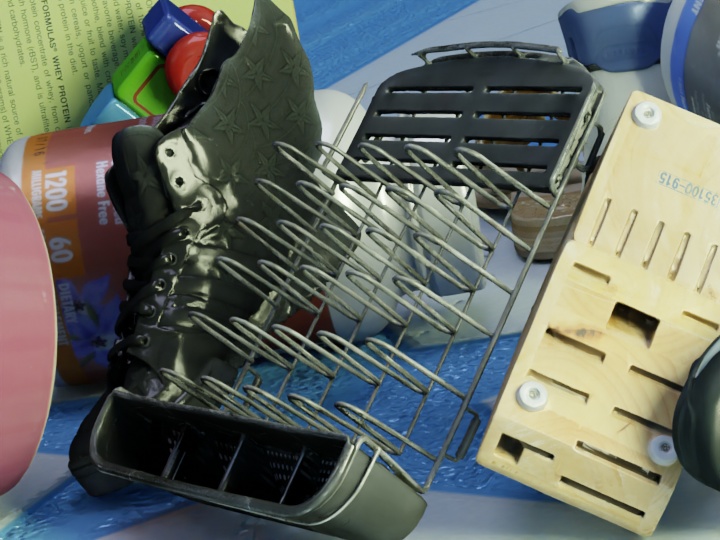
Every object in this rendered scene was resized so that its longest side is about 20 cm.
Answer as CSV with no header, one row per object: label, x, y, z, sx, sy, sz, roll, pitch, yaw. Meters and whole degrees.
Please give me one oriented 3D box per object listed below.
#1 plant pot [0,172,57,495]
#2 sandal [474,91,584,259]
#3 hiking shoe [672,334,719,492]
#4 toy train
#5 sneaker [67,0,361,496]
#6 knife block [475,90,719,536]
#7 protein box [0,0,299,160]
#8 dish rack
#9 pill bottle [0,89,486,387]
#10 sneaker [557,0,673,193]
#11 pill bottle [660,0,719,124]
plant pot,-0.218,0.025,0.936,0.179,0.200,0.200,0,6,-33
sandal,0.093,-0.063,1.285,0.078,0.070,0.212,-10,13,0
hiking shoe,0.197,0.034,0.791,0.200,0.075,0.087,-11,13,-6
toy train,-0.047,-0.026,1.206,0.116,0.200,0.085,-49,16,8
sneaker,-0.071,-0.012,0.994,0.060,0.104,0.200,-19,24,52
knife block,0.092,0.024,0.924,0.064,0.176,0.200,23,63,4
protein box,-0.141,-0.089,1.284,0.200,0.199,0.135,-14,14,-18
dish rack,0.000,0.000,0.899,0.153,0.055,0.200,7,66,53
pill bottle,-0.050,-0.018,1.109,0.200,0.112,0.112,-9,13,5
sneaker,0.135,-0.043,1.159,0.080,0.115,0.199,-3,-15,20
pill bottle,0.214,-0.061,1.002,0.114,0.114,0.200,-15,33,-21
